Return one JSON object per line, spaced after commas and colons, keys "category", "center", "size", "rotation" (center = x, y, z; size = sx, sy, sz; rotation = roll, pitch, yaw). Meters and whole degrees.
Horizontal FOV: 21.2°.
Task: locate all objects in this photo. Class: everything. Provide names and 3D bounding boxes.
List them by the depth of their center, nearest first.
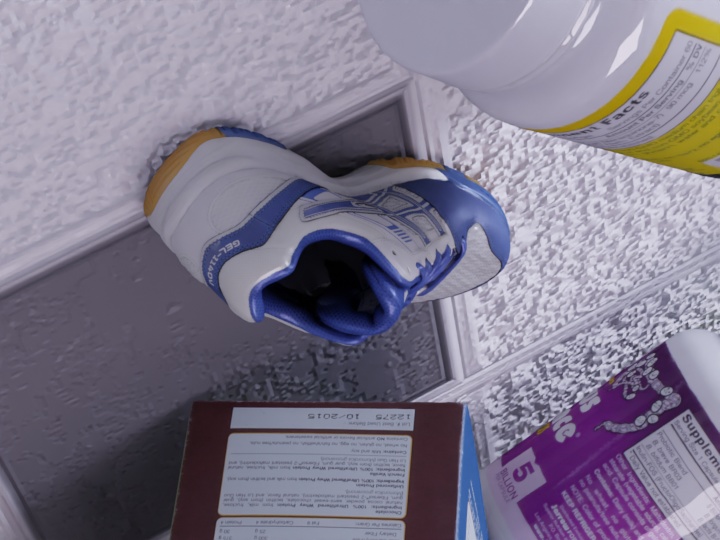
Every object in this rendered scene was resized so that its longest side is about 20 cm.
{"category": "pill bottle", "center": [0.100, -0.105, 0.755], "size": [0.200, 0.114, 0.114], "rotation": [10, 126, -45]}
{"category": "sneaker", "center": [0.000, 0.000, 0.821], "size": [0.199, 0.088, 0.075], "rotation": [4, 128, -44]}
{"category": "protein box", "center": [-0.011, 0.198, 0.914], "size": [0.134, 0.201, 0.199], "rotation": [0, 144, 9]}
{"category": "pill bottle", "center": [0.166, 0.102, 1.024], "size": [0.200, 0.112, 0.112], "rotation": [-36, 145, 10]}
